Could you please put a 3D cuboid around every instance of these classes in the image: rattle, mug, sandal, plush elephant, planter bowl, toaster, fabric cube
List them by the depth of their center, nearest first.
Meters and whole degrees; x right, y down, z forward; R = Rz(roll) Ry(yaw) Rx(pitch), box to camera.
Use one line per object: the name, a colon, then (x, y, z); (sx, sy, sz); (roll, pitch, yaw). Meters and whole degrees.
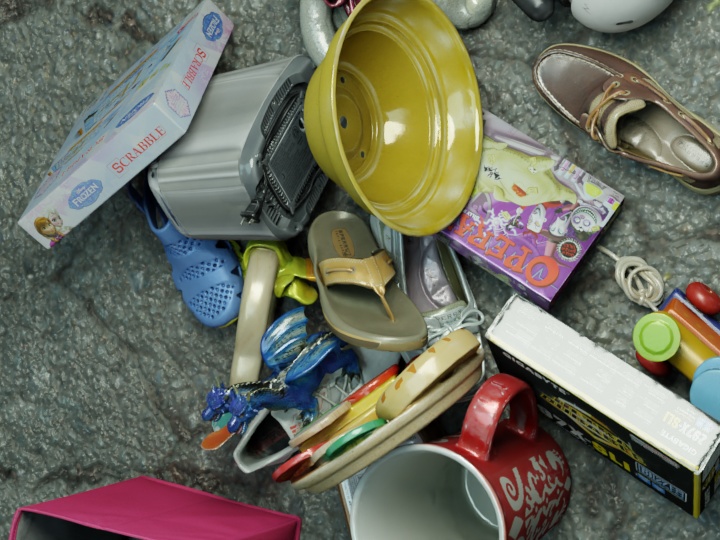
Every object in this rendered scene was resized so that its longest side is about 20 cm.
planter bowl: (0.012, -0.126, 1.240); (0.083, 0.199, 0.203); (-4, 89, 39)
mug: (0.109, 0.180, 1.244); (0.177, 0.199, 0.134); (-42, 75, 23)
sandal: (0.000, 0.000, 1.290); (0.201, 0.079, 0.054); (-114, 22, -49)
plush elephant: (-0.001, -0.262, 1.309); (0.164, 0.155, 0.201); (-39, 67, 3)
toaster: (-0.104, -0.102, 1.364); (0.128, 0.114, 0.201); (-3, 46, 32)
rattle: (-0.061, 0.075, 1.391); (0.141, 0.130, 0.203); (10, 80, -17)
fabric cube: (-0.195, 0.316, 1.402); (0.198, 0.199, 0.199); (9, 96, 25)
sandal: (-0.173, -0.037, 1.447); (0.079, 0.087, 0.202); (-29, 80, 22)

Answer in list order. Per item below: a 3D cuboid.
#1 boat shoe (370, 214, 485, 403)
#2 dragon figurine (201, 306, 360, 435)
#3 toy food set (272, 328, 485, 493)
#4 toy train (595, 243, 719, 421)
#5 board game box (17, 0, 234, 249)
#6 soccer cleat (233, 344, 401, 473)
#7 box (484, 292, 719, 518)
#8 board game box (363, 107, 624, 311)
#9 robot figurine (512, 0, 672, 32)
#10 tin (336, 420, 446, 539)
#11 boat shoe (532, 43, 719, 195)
boat shoe: (0.063, 0.017, 1.330); (0.074, 0.065, 0.204); (-12, 78, -16)
dragon figurine: (-0.048, 0.074, 1.306); (0.200, 0.100, 0.059); (-46, 58, -5)
toy food set: (0.016, 0.115, 1.223); (0.197, 0.200, 0.049); (-35, 89, 1)
toy train: (0.247, 0.048, 1.225); (0.200, 0.115, 0.085); (43, 108, 19)
board game box: (-0.215, -0.138, 1.399); (0.041, 0.200, 0.199); (42, 123, -20)
soccer cleat: (-0.039, 0.118, 1.379); (0.200, 0.085, 0.069); (-40, 88, 23)
box: (0.201, 0.112, 1.223); (0.199, 0.160, 0.050); (33, 81, 21)
board game box: (0.112, -0.067, 1.295); (0.199, 0.032, 0.121); (33, 76, 15)
robot figurine: (0.186, -0.291, 1.247); (0.201, 0.124, 0.151); (52, 128, 16)
tin: (0.040, 0.220, 1.375); (0.111, 0.042, 0.202); (-18, 83, 21)
boat shoe: (0.223, -0.130, 1.257); (0.199, 0.072, 0.073); (39, 107, 20)
